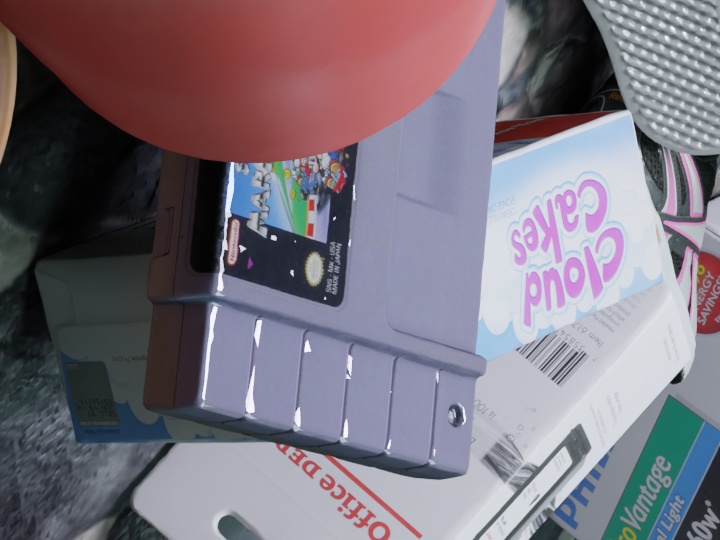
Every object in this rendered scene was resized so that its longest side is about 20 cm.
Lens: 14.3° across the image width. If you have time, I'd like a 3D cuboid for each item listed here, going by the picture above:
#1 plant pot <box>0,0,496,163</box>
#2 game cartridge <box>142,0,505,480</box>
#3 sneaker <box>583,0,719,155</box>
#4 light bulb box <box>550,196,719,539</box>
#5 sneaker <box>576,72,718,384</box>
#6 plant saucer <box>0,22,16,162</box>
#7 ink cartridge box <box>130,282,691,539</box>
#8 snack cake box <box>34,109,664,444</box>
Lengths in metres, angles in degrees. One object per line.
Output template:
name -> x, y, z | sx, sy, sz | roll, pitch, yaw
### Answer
plant pot -> -0.032, -0.126, 0.727 | 0.200, 0.200, 0.178 | -46, 163, -12
game cartridge -> -0.006, -0.045, 0.885 | 0.129, 0.038, 0.202 | 19, 72, -50
sneaker -> 0.117, -0.138, 1.111 | 0.201, 0.073, 0.082 | 75, 18, -49
light bulb box -> 0.224, 0.057, 1.456 | 0.199, 0.125, 0.199 | -22, 142, -49
sneaker -> 0.127, -0.021, 1.249 | 0.087, 0.080, 0.200 | -56, 162, -17
plant saucer -> -0.178, -0.020, 0.775 | 0.200, 0.037, 0.201 | -40, 152, -26
ink cartridge box -> 0.020, 0.061, 1.123 | 0.200, 0.116, 0.068 | -46, 154, -10
snack cake box -> 0.000, 0.000, 0.995 | 0.199, 0.114, 0.068 | -22, 103, -46
